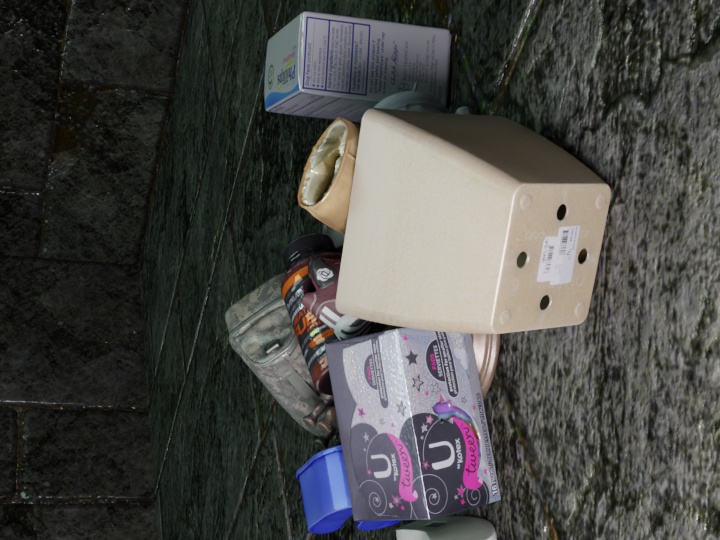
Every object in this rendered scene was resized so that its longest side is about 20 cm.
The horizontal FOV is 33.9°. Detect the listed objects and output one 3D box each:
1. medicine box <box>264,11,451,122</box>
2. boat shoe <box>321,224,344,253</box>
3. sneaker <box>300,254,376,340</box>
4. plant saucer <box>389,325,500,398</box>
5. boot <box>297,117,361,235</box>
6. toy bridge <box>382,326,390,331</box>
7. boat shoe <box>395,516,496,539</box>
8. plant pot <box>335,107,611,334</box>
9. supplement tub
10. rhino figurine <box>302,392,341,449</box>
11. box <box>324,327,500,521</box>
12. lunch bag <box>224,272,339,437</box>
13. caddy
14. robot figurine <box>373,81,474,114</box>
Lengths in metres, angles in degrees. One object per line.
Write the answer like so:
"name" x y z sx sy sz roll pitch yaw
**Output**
"medicine box" -0.008 -0.258 1.535 0.182 0.199 0.104 178 96 -72
"boat shoe" -0.002 -0.114 1.583 0.201 0.067 0.057 -61 -26 -6
"sneaker" 0.000 0.000 1.447 0.200 0.115 0.076 -41 -24 -45
"plant saucer" 0.090 0.079 1.368 0.200 0.029 0.201 -14 73 56
"boot" 0.039 -0.096 1.193 0.066 0.200 0.176 -3 63 42
"toy bridge" 0.016 0.000 1.536 0.201 0.027 0.067 67 164 -10
"boat shoe" 0.101 0.317 1.312 0.201 0.070 0.072 -22 85 69
"plant pot" 0.117 -0.035 1.115 0.177 0.199 0.201 23 110 47
"supplement tub" -0.039 0.052 1.508 0.201 0.106 0.107 68 150 31
"rhino figurine" -0.019 0.205 1.590 0.088 0.060 0.200 -54 -24 -19
"box" 0.055 0.163 1.281 0.132 0.114 0.201 -16 83 50
"lunch bag" -0.088 0.131 1.701 0.200 0.139 0.168 53 -170 -36
"caddy" -0.002 0.264 1.501 0.200 0.141 0.106 129 138 -59
"robot figurine" 0.066 -0.130 1.399 0.113 0.169 0.201 44 -155 -55
